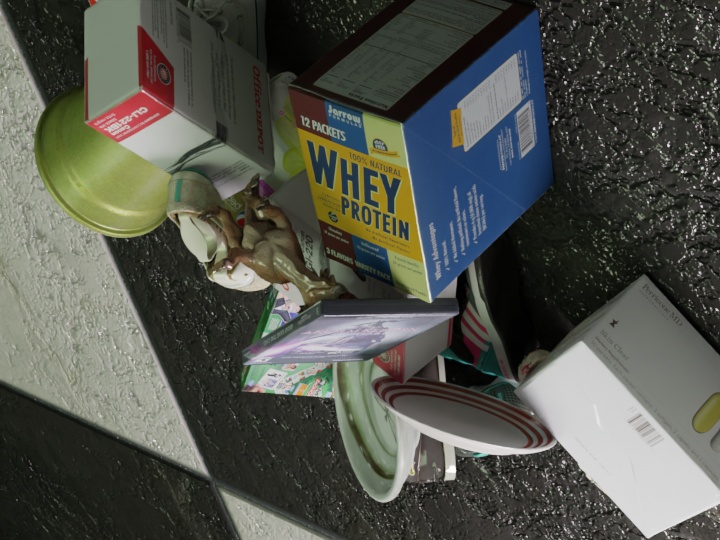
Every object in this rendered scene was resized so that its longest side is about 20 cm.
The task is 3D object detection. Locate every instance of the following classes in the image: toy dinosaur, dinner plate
[{"bbox_3d":[-0.082,-0.011,1.456,0.136,0.086,0.200,45,-173,-31],"label":"toy dinosaur"},{"bbox_3d":[0.103,0.151,1.514,0.199,0.199,0.025,24,102,35],"label":"dinner plate"}]

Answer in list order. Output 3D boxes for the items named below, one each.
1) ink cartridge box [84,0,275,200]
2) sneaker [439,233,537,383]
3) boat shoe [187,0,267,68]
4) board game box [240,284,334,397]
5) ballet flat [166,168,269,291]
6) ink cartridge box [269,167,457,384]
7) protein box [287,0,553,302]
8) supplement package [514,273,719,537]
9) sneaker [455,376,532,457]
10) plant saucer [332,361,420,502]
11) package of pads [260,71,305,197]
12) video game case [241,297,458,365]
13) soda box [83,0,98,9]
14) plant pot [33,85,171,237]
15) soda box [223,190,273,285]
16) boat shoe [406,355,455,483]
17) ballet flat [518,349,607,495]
[{"bbox_3d":[-0.182,-0.180,1.510,0.083,0.146,0.199,-25,145,29],"label":"ink cartridge box"},{"bbox_3d":[0.112,0.029,1.589,0.120,0.084,0.202,9,133,34],"label":"sneaker"},{"bbox_3d":[-0.154,-0.269,1.590,0.074,0.086,0.203,32,145,26],"label":"boat shoe"},{"bbox_3d":[-0.055,0.078,1.732,0.201,0.133,0.029,114,155,-47],"label":"board game box"},{"bbox_3d":[-0.152,-0.023,1.546,0.067,0.063,0.201,-8,141,22],"label":"ballet flat"},{"bbox_3d":[0.000,0.000,1.548,0.199,0.084,0.147,37,147,28],"label":"ink cartridge box"},{"bbox_3d":[0.062,-0.123,1.366,0.134,0.200,0.200,23,141,35],"label":"protein box"},{"bbox_3d":[0.279,0.135,1.456,0.200,0.111,0.156,47,150,3],"label":"supplement package"},{"bbox_3d":[0.134,0.178,1.706,0.078,0.091,0.200,46,149,5],"label":"sneaker"},{"bbox_3d":[0.025,0.155,1.668,0.200,0.050,0.203,169,90,-70],"label":"plant saucer"},{"bbox_3d":[-0.045,-0.107,1.647,0.200,0.068,0.155,42,149,11],"label":"package of pads"},{"bbox_3d":[-0.014,0.059,1.421,0.200,0.141,0.019,-31,63,60],"label":"video game case"},{"bbox_3d":[-0.285,-0.351,1.681,0.063,0.071,0.202,19,138,37],"label":"soda box"},{"bbox_3d":[-0.258,-0.167,1.758,0.201,0.200,0.184,52,138,-5],"label":"plant pot"},{"bbox_3d":[-0.107,-0.032,1.707,0.064,0.068,0.200,44,-177,27],"label":"soda box"},{"bbox_3d":[0.069,0.143,1.705,0.072,0.060,0.204,-148,51,-87],"label":"boat shoe"},{"bbox_3d":[0.237,0.157,1.584,0.201,0.075,0.064,53,-175,-17],"label":"ballet flat"}]
